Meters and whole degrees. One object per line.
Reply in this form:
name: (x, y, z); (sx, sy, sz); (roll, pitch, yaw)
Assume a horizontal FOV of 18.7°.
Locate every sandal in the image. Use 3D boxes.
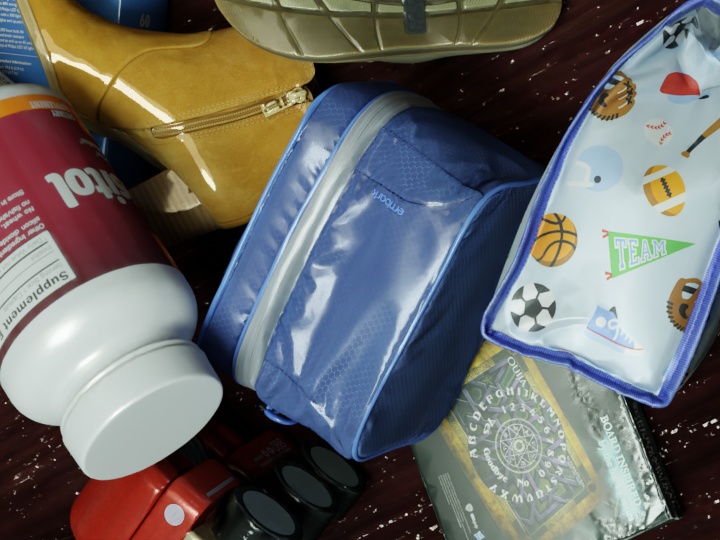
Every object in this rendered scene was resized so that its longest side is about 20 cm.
sandal: (0.014, -0.152, 1.244); (0.198, 0.054, 0.081); (2, 82, -2)

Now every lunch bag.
lunch bag: (0.000, 0.000, 1.197); (0.132, 0.136, 0.201); (33, 106, 20)
lunch bag: (0.155, -0.038, 1.128); (0.123, 0.170, 0.201); (21, 91, 8)

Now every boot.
boot: (-0.106, -0.120, 1.264); (0.143, 0.071, 0.202); (-28, 89, -5)

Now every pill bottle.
pill bottle: (-0.158, 0.007, 1.166); (0.113, 0.113, 0.200); (-44, 65, 19)

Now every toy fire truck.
toy fire truck: (-0.107, 0.097, 1.247); (0.200, 0.176, 0.129); (39, 108, 9)

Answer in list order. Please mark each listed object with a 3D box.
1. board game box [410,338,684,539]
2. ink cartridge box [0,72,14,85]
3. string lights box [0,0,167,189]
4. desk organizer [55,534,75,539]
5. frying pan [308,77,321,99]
board game box: (0.087, 0.070, 1.251); (0.135, 0.028, 0.201); (-24, 83, 23)
ink cartridge box: (-0.277, -0.059, 1.329); (0.200, 0.075, 0.166); (37, 116, 45)
string lights box: (-0.178, -0.122, 1.338); (0.102, 0.059, 0.202); (9, 96, 26)
desk organizer: (-0.188, 0.214, 1.287); (0.076, 0.200, 0.072); (15, 98, 20)
frying pan: (-0.048, -0.109, 1.303); (0.190, 0.031, 0.115); (-40, 78, 24)
